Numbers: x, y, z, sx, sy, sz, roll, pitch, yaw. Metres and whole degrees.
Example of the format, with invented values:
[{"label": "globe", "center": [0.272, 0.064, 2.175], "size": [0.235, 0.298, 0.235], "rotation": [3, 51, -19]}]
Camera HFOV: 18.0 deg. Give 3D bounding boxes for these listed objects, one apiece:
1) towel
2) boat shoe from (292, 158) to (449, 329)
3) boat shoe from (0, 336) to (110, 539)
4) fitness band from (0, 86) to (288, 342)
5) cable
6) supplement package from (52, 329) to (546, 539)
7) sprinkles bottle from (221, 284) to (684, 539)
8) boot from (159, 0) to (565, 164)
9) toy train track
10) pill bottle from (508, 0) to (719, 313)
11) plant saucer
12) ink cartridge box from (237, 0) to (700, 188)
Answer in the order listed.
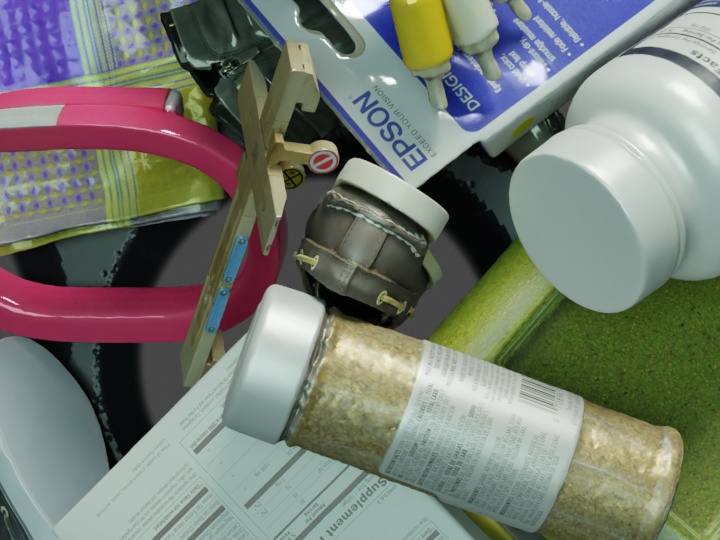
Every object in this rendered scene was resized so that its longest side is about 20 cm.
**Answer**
[{"label": "towel", "center": [-0.151, -0.114, 1.207], "size": [0.143, 0.023, 0.201], "rotation": [-7, 91, 12]}, {"label": "boat shoe", "center": [0.000, 0.000, 1.091], "size": [0.072, 0.200, 0.060], "rotation": [30, 80, 1]}, {"label": "boat shoe", "center": [-0.161, 0.135, 1.203], "size": [0.066, 0.070, 0.200], "rotation": [-31, 85, 39]}, {"label": "fitness band", "center": [-0.136, -0.027, 1.167], "size": [0.199, 0.037, 0.144], "rotation": [1, 129, 12]}, {"label": "cable", "center": [0.021, -0.174, 1.010], "size": [0.050, 0.200, 0.097], "rotation": [12, 51, 43]}, {"label": "supplement package", "center": [-0.014, 0.140, 1.126], "size": [0.151, 0.152, 0.200], "rotation": [-45, 84, 9]}, {"label": "sprinkles bottle", "center": [0.041, 0.070, 1.016], "size": [0.200, 0.068, 0.068], "rotation": [20, 96, -3]}, {"label": "boot", "center": [0.002, -0.088, 1.142], "size": [0.131, 0.068, 0.200], "rotation": [-43, 76, -9]}, {"label": "toy train track", "center": [-0.046, -0.021, 1.078], "size": [0.032, 0.115, 0.200], "rotation": [8, 130, -17]}, {"label": "pill bottle", "center": [0.165, -0.064, 1.057], "size": [0.200, 0.111, 0.111], "rotation": [-34, 85, -30]}, {"label": "plant saucer", "center": [0.149, 0.048, 1.102], "size": [0.200, 0.048, 0.200], "rotation": [40, 72, 6]}, {"label": "ink cartridge box", "center": [0.038, -0.156, 1.105], "size": [0.200, 0.047, 0.198], "rotation": [-36, 74, -12]}]
